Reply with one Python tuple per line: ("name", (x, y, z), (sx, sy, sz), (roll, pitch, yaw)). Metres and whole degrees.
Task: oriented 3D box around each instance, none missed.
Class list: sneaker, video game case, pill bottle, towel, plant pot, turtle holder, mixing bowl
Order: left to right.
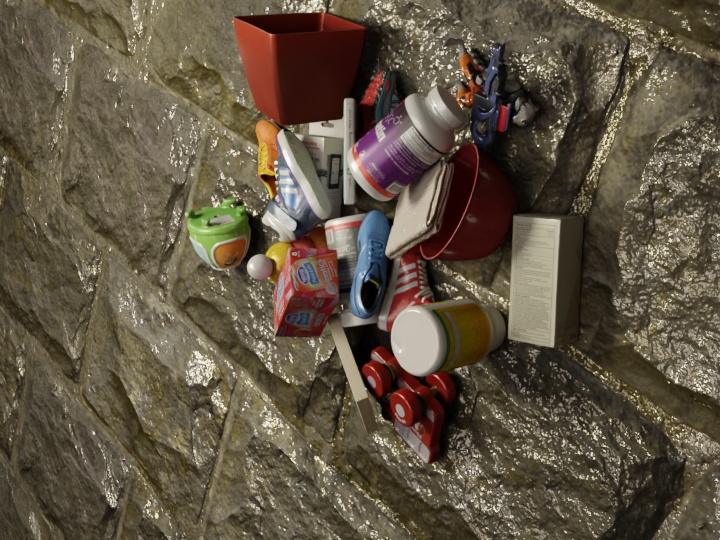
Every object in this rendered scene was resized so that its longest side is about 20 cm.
("turtle holder", (-0.328, -0.079, 1.977), (0.183, 0.140, 0.134), (10, 119, 34))
("sneaker", (-0.185, -0.231, 1.861), (0.073, 0.076, 0.203), (-35, 68, 42))
("sneaker", (-0.154, -0.157, 1.723), (0.145, 0.080, 0.202), (-30, 80, 24))
("plant pot", (-0.118, -0.385, 1.682), (0.200, 0.197, 0.179), (39, 133, 53))
("video game case", (-0.017, -0.219, 1.636), (0.022, 0.200, 0.186), (0, 97, 1))
("pill bottle", (0.000, 0.000, 1.675), (0.113, 0.113, 0.204), (-10, 88, 44))
("sneaker", (0.025, -0.012, 1.585), (0.078, 0.065, 0.204), (160, 122, -74))
("sneaker", (0.049, -0.275, 1.625), (0.079, 0.094, 0.203), (-24, 52, 53))
("pill bottle", (0.079, -0.215, 1.471), (0.199, 0.112, 0.114), (-39, 68, 25))
("towel", (0.098, -0.103, 1.514), (0.200, 0.034, 0.135), (145, 143, -65))
("sneaker", (0.109, 0.024, 1.601), (0.111, 0.071, 0.203), (16, 90, 24))
("pill bottle", (0.153, 0.107, 1.473), (0.112, 0.198, 0.115), (6, 98, 43))
("mixing bowl", (0.189, -0.096, 1.452), (0.200, 0.107, 0.203), (-159, 90, -76))

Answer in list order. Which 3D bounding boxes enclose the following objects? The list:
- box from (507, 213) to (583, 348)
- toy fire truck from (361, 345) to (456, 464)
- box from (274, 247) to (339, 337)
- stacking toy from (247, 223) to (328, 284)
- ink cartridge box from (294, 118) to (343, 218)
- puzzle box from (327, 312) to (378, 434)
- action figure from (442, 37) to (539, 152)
("box", (0.296, 0.013, 1.406), (0.094, 0.077, 0.204), (10, 102, 43))
("toy fire truck", (0.081, 0.245, 1.637), (0.200, 0.111, 0.170), (41, 140, 35))
("box", (-0.105, 0.046, 1.660), (0.201, 0.094, 0.101), (119, 151, -61))
("stacking toy", (-0.142, -0.017, 1.754), (0.145, 0.198, 0.149), (6, 98, 43))
("ink cartridge box", (-0.094, -0.213, 1.776), (0.115, 0.067, 0.204), (13, 103, 42))
("puzzle box", (-0.016, 0.195, 1.683), (0.134, 0.025, 0.202), (74, 175, -53))
("action figure", (0.216, -0.311, 1.438), (0.194, 0.104, 0.202), (45, 148, 26))
